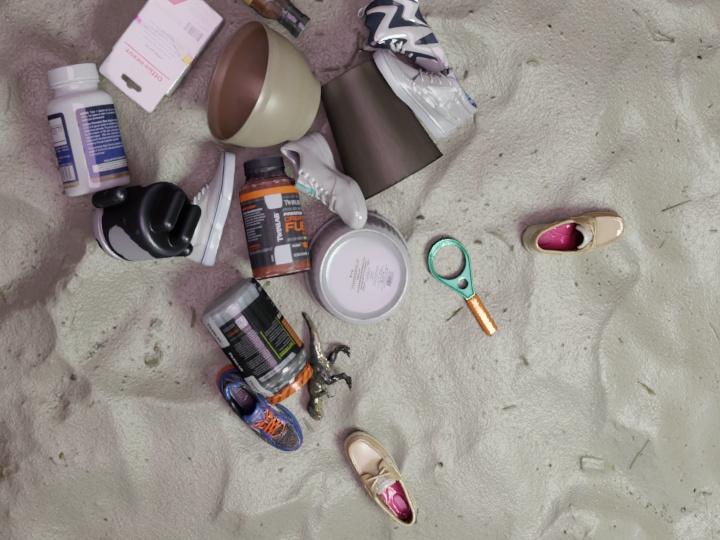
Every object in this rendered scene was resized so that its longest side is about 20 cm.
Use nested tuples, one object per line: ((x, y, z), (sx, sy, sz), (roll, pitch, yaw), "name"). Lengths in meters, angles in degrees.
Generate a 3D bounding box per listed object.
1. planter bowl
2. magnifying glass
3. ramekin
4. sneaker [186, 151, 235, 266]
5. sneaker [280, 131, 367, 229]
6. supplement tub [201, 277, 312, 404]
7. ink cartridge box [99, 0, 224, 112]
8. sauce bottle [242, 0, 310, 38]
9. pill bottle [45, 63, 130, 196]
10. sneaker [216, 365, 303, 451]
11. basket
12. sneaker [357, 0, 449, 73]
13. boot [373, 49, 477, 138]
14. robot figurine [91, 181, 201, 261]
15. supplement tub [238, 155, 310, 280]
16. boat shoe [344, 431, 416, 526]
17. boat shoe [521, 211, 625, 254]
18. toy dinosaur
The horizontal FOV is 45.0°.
((-0.149, -0.292, 1.440), (0.133, 0.199, 0.204), (15, 97, -35), "planter bowl")
((0.192, 0.031, 1.604), (0.079, 0.022, 0.202), (-33, 102, -1), "magnifying glass")
((0.000, 0.000, 1.533), (0.195, 0.105, 0.205), (-1, 98, -7), "ramekin")
((-0.264, -0.109, 1.500), (0.069, 0.073, 0.204), (14, 97, -13), "sneaker")
((-0.067, -0.143, 1.467), (0.087, 0.076, 0.201), (-18, 62, -34), "sneaker")
((-0.177, 0.124, 1.521), (0.122, 0.123, 0.202), (-35, 100, -1), "supplement tub")
((-0.331, -0.375, 1.455), (0.116, 0.067, 0.201), (39, 91, -10), "ink cartridge box")
((-0.172, -0.472, 1.463), (0.199, 0.066, 0.066), (38, 92, -13), "sauce bottle")
((-0.454, -0.232, 1.438), (0.109, 0.111, 0.204), (-11, 100, -5), "pill bottle")
((-0.184, 0.259, 1.562), (0.199, 0.078, 0.076), (41, 93, -11), "sneaker")
((0.020, -0.245, 1.489), (0.178, 0.136, 0.203), (-30, 97, -6), "basket")
((0.066, -0.385, 1.500), (0.128, 0.080, 0.201), (-29, 108, 5), "sneaker")
((0.113, -0.318, 1.464), (0.095, 0.074, 0.199), (-34, 126, 22), "boot")
((-0.354, -0.077, 1.436), (0.197, 0.124, 0.153), (-4, 109, 37), "robot figurine")
((-0.151, -0.091, 1.493), (0.105, 0.107, 0.205), (-10, 90, -5), "supplement tub")
((0.043, 0.387, 1.606), (0.073, 0.069, 0.201), (-38, 101, 0), "boat shoe")
((0.398, -0.062, 1.591), (0.196, 0.069, 0.075), (-12, 100, -5), "boat shoe")
((-0.060, 0.177, 1.584), (0.086, 0.047, 0.205), (-2, 96, 0), "toy dinosaur")
